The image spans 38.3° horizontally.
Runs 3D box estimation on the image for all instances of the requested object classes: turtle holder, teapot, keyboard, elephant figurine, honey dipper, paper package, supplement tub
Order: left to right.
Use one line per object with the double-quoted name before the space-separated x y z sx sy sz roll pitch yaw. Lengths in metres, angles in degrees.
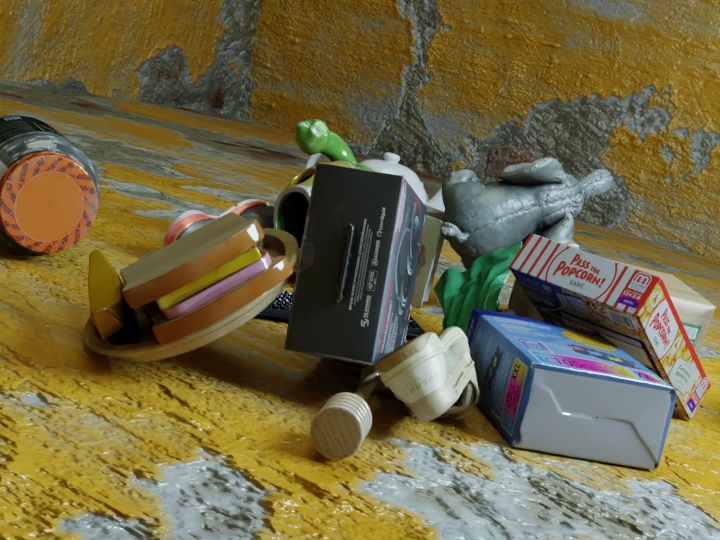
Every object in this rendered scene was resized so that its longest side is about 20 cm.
"supplement tub" -0.345 -0.090 1.085 0.121 0.124 0.200 8 11 -30
"keyboard" -0.032 0.030 1.097 0.198 0.040 0.104 10 12 -24
"turtle holder" -0.031 -0.073 1.226 0.140 0.188 0.131 24 13 39
"honey dipper" 0.000 0.100 0.790 0.037 0.039 0.200 15 7 8
"teapot" 0.028 -0.113 1.627 0.197 0.148 0.197 8 11 -23
"elephant figurine" 0.202 -0.079 1.231 0.198 0.142 0.156 -16 46 15
"paper package" 0.294 0.049 1.249 0.197 0.105 0.191 14 12 -3

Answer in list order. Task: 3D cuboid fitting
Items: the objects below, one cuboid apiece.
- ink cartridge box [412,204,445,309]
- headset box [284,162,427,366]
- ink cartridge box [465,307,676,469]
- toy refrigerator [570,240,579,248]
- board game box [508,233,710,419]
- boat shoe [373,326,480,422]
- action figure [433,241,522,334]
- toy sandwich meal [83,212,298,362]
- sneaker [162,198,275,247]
"ink cartridge box" 0.038 -0.033 1.306 0.067 0.118 0.199 4 16 -45
"headset box" 0.000 0.000 0.871 0.076 0.151 0.200 9 -4 9
"ink cartridge box" 0.170 0.095 0.924 0.135 0.077 0.200 11 9 -13
"toy refrigerator" 0.315 -0.031 1.795 0.075 0.071 0.200 6 10 -3
"board game box" 0.250 0.057 1.033 0.151 0.047 0.200 24 -19 42
"boat shoe" 0.063 0.091 0.851 0.065 0.072 0.200 58 8 10
"action figure" 0.122 0.048 1.086 0.055 0.118 0.201 50 25 -15
"toy sandwich meal" -0.139 0.000 0.810 0.203 0.071 0.206 -18 23 8
"sneaker" -0.140 -0.028 1.210 0.081 0.078 0.199 33 27 25
